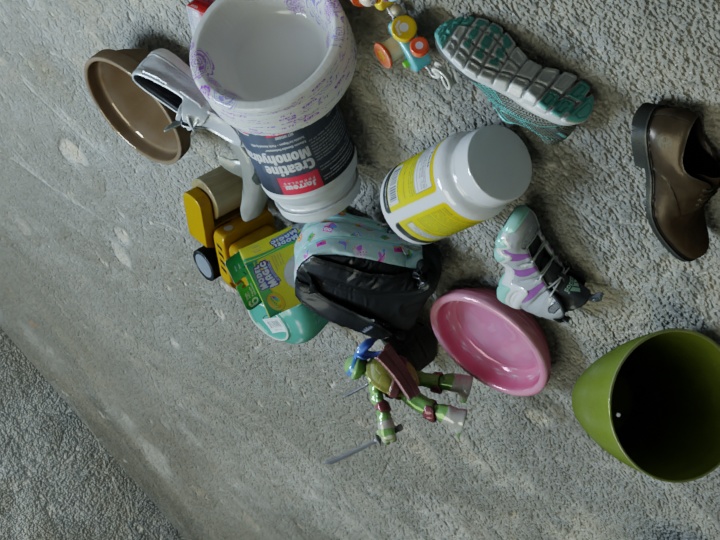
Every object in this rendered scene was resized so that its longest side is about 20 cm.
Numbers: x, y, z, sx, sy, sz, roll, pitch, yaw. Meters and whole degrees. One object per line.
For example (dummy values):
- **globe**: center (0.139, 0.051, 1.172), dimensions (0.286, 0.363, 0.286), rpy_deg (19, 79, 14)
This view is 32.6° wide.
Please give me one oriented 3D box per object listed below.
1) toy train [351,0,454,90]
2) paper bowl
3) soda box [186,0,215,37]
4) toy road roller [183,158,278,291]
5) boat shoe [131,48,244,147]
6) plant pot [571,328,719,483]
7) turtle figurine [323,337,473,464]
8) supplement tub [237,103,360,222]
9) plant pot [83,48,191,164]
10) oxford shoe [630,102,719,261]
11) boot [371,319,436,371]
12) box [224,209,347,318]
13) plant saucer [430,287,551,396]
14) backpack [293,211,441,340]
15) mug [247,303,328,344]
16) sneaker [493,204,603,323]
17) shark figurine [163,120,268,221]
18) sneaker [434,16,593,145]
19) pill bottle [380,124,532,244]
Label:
- **toy train**: center (0.031, -0.287, 1.397), dimensions (0.200, 0.056, 0.150), rpy_deg (59, -179, -33)
- **paper bowl**: center (-0.102, -0.258, 1.520), dimensions (0.200, 0.201, 0.104), rpy_deg (27, 165, 25)
- **soda box**: center (-0.183, -0.296, 1.708), dimensions (0.070, 0.063, 0.200), rpy_deg (28, 148, 24)
- **toy road roller**: center (-0.181, -0.059, 1.922), dimensions (0.146, 0.123, 0.200), rpy_deg (34, 143, 38)
- **boat shoe**: center (-0.234, -0.231, 1.721), dimensions (0.200, 0.069, 0.072), rpy_deg (42, 152, 3)
- **plant pot**: center (0.359, 0.170, 1.589), dimensions (0.187, 0.187, 0.200), rpy_deg (46, 166, -9)
- **turtle figurine**: center (0.062, 0.198, 1.861), dimensions (0.193, 0.144, 0.201), rpy_deg (14, 105, 1)
- **supplement tub**: center (-0.086, -0.179, 1.667), dimensions (0.140, 0.140, 0.200), rpy_deg (16, 142, 38)
- **plant pot**: center (-0.319, -0.267, 1.880), dimensions (0.201, 0.093, 0.201), rpy_deg (34, 152, 21)
- **oxford shoe**: center (0.353, -0.086, 1.325), dimensions (0.084, 0.073, 0.200), rpy_deg (11, 139, 40)
- **boot**: center (0.040, 0.071, 1.954), dimensions (0.138, 0.077, 0.200), rpy_deg (47, 174, 40)
- **box**: center (-0.096, -0.009, 1.860), dimensions (0.048, 0.199, 0.118), rpy_deg (-117, 4, -50)
- **plant saucer**: center (0.196, 0.096, 1.792), dimensions (0.200, 0.051, 0.201), rpy_deg (30, 149, 21)
- **backpack**: center (0.000, 0.000, 1.769), dimensions (0.199, 0.127, 0.167), rpy_deg (14, 131, -12)
- **mug**: center (-0.120, 0.038, 2.035), dimensions (0.152, 0.114, 0.185), rpy_deg (29, 149, 23)
- **sneaker**: center (0.248, 0.001, 1.581), dimensions (0.140, 0.078, 0.200), rpy_deg (27, 158, 23)
- **shark figurine**: center (-0.177, -0.163, 1.788), dimensions (0.128, 0.090, 0.215), rpy_deg (-29, 123, 15)
- **sneaker**: center (0.164, -0.208, 1.394), dimensions (0.200, 0.078, 0.091), rpy_deg (37, 155, 12)
- **pill bottle**: center (0.119, -0.108, 1.541), dimensions (0.114, 0.114, 0.200), rpy_deg (48, 151, -11)
